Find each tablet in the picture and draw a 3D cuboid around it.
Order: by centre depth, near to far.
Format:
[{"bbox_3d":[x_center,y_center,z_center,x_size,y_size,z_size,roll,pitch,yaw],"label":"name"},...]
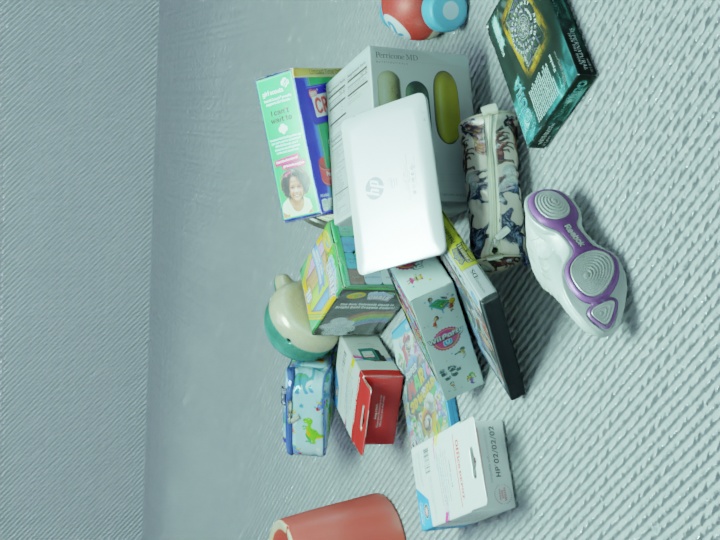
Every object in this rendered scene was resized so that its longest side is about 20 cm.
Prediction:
[{"bbox_3d":[0.038,-0.104,1.431,0.129,0.014,0.202,-15,75,34],"label":"tablet"}]

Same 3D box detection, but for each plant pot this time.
[{"bbox_3d":[-0.043,0.455,1.839,0.200,0.175,0.203,180,90,-68],"label":"plant pot"}]

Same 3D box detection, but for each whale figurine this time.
[{"bbox_3d":[-0.084,0.070,1.935,0.104,0.159,0.200,-52,2,37],"label":"whale figurine"}]

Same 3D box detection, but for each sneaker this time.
[{"bbox_3d":[0.240,0.002,1.315,0.100,0.074,0.201,88,167,-49],"label":"sneaker"}]

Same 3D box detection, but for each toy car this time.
[{"bbox_3d":[0.028,-0.418,1.646,0.184,0.198,0.179,-152,64,-65],"label":"toy car"}]

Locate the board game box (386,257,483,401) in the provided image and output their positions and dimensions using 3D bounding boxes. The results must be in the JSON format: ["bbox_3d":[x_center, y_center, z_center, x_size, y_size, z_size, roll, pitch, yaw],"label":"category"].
[{"bbox_3d":[0.091,0.049,1.544,0.148,0.064,0.201,-117,4,-48],"label":"board game box"}]

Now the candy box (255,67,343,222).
[{"bbox_3d":[-0.056,-0.180,1.650,0.076,0.169,0.202,-12,93,33],"label":"candy box"}]

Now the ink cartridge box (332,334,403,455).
[{"bbox_3d":[0.014,0.190,1.814,0.200,0.066,0.117,-124,38,-65],"label":"ink cartridge box"}]

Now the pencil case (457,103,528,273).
[{"bbox_3d":[0.165,-0.100,1.460,0.089,0.077,0.202,116,151,-80],"label":"pencil case"}]

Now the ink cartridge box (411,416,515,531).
[{"bbox_3d":[0.140,0.265,1.532,0.200,0.067,0.116,136,130,-61],"label":"ink cartridge box"}]

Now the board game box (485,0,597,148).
[{"bbox_3d":[0.213,-0.267,1.412,0.136,0.028,0.202,121,142,-52],"label":"board game box"}]

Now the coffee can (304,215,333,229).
[{"bbox_3d":[-0.024,-0.183,1.841,0.147,0.145,0.202,-117,35,-48],"label":"coffee can"}]

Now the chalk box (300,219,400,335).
[{"bbox_3d":[0.000,0.000,1.809,0.200,0.123,0.125,125,140,-51],"label":"chalk box"}]

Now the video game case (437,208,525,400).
[{"bbox_3d":[0.139,0.037,1.449,0.181,0.025,0.201,61,175,43],"label":"video game case"}]

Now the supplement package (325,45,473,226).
[{"bbox_3d":[0.054,-0.172,1.559,0.150,0.150,0.202,154,114,-64],"label":"supplement package"}]

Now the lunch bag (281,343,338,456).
[{"bbox_3d":[-0.081,0.212,1.969,0.200,0.081,0.163,-75,-13,-68],"label":"lunch bag"}]

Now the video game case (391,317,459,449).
[{"bbox_3d":[0.093,0.159,1.716,0.143,0.018,0.202,129,136,-58],"label":"video game case"}]
